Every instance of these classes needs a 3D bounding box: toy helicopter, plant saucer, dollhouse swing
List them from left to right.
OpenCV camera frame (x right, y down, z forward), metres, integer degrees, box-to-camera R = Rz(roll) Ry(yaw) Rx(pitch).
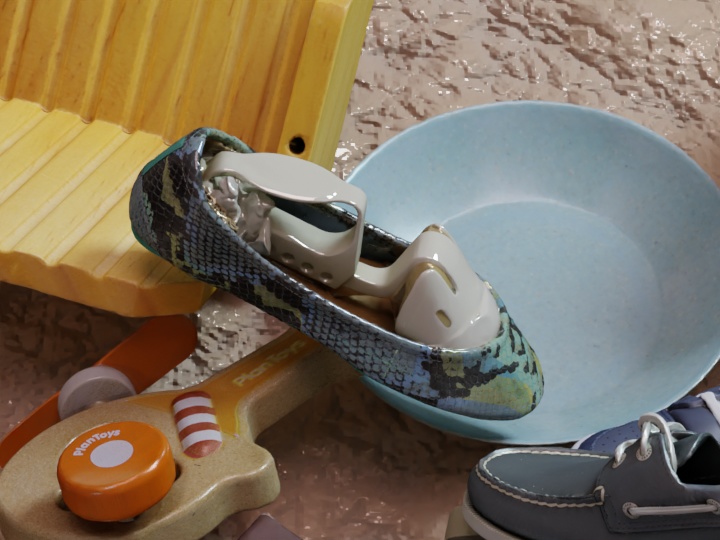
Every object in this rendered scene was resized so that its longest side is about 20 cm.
[{"bbox_3d":[-0.117,-0.092,1.140,0.199,0.183,0.176,16,8,9],"label":"dollhouse swing"},{"bbox_3d":[-0.070,0.062,1.074,0.199,0.079,0.132,-32,36,-30],"label":"toy helicopter"},{"bbox_3d":[0.077,0.007,1.161,0.199,0.039,0.202,-2,52,2],"label":"plant saucer"}]

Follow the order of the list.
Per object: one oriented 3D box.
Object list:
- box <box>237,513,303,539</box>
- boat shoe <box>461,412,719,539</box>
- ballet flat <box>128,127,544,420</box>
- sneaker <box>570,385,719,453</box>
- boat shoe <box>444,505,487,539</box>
[{"bbox_3d":[-0.060,0.199,0.970,0.100,0.075,0.200,30,55,20],"label":"box"},{"bbox_3d":[0.128,0.080,0.960,0.199,0.062,0.073,6,23,32],"label":"boat shoe"},{"bbox_3d":[0.000,0.000,1.053,0.199,0.074,0.075,24,47,-13],"label":"ballet flat"},{"bbox_3d":[0.184,0.059,1.058,0.199,0.109,0.070,-1,45,-26],"label":"sneaker"},{"bbox_3d":[0.125,0.155,1.031,0.199,0.075,0.069,14,72,2],"label":"boat shoe"}]
